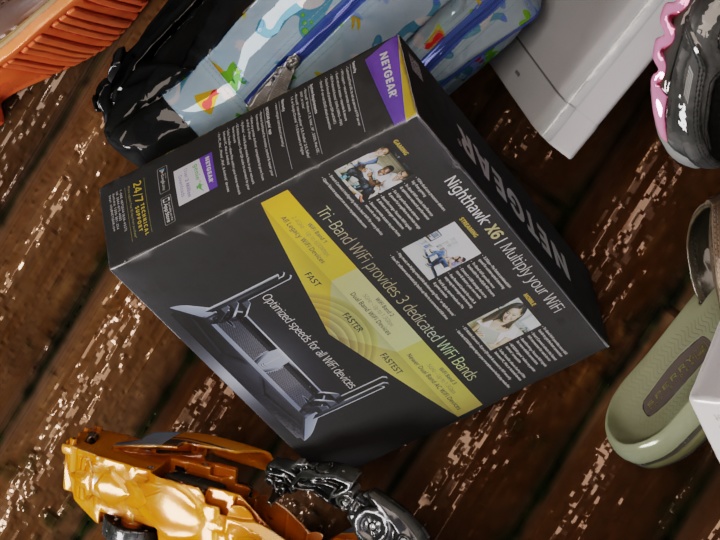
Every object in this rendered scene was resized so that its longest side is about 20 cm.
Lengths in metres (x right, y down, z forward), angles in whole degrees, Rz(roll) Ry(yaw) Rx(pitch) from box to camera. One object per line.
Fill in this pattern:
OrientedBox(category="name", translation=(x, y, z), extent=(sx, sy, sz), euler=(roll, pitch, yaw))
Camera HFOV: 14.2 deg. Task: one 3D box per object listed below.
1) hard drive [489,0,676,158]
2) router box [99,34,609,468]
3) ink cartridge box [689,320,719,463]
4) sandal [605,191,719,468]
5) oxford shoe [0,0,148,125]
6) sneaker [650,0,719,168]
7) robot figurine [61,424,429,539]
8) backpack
OrientedBox(category="hard drive", translation=(0.137, -0.153, 1.314), extent=(0.027, 0.132, 0.200), euler=(36, 101, -19))
OrientedBox(category="router box", translation=(0.000, 0.000, 1.316), extent=(0.157, 0.200, 0.052), euler=(-26, 48, 15))
OrientedBox(category="ink cartridge box", translation=(0.245, 0.093, 1.214), extent=(0.145, 0.201, 0.085), euler=(-3, 43, 34))
OrientedBox(category="sandal", translation=(0.170, 0.001, 1.312), extent=(0.057, 0.080, 0.201), euler=(32, 101, -21))
OrientedBox(category="oxford shoe", translation=(-0.178, -0.128, 1.446), extent=(0.199, 0.071, 0.073), euler=(-35, 73, 15))
OrientedBox(category="sneaker", translation=(0.199, -0.122, 1.207), extent=(0.095, 0.079, 0.201), euler=(36, 99, 31))
OrientedBox(category="robot figurine", translation=(-0.052, 0.145, 1.389), extent=(0.199, 0.058, 0.146), euler=(15, 110, 18))
OrientedBox(category="backpack", translation=(-0.012, -0.120, 1.350), extent=(0.153, 0.163, 0.201), euler=(33, 100, -6))
